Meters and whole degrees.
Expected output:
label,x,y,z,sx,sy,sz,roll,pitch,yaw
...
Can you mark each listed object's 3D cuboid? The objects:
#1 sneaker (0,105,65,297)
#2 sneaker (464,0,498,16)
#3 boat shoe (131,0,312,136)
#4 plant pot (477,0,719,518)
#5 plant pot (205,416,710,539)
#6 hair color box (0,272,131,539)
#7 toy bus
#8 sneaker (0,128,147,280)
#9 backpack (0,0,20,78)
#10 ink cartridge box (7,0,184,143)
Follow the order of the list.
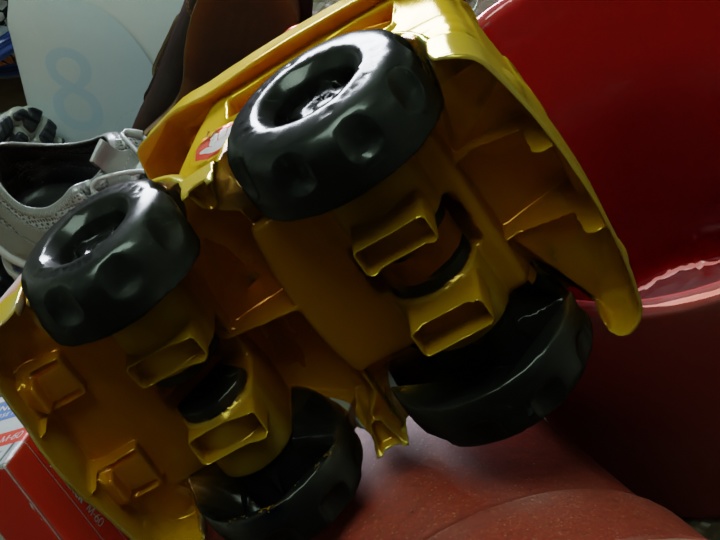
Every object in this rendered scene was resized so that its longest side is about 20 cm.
label,x,y,z,sx,sy,sz,roll,pitch,yaw
sneaker,-0.223,-0.009,1.095,0.080,0.078,0.200,8,54,39
sneaker,0.117,-0.145,1.077,0.200,0.075,0.081,-41,66,-8
boat shoe,-0.068,-0.087,1.035,0.070,0.200,0.070,20,42,-11
plant pot,0.132,-0.005,0.867,0.200,0.177,0.201,-12,47,13
plant pot,0.031,0.130,0.792,0.201,0.201,0.195,-33,38,-8
hair color box,-0.111,0.045,0.832,0.111,0.064,0.200,-19,24,36
toy bus,-0.023,-0.021,0.752,0.200,0.136,0.192,-30,31,11
sneaker,-0.098,-0.026,0.986,0.200,0.082,0.075,1,49,25
backpack,-0.228,-0.195,1.207,0.200,0.154,0.191,7,46,37
ink cartridge box,-0.113,-0.155,1.088,0.160,0.200,0.047,7,35,28
